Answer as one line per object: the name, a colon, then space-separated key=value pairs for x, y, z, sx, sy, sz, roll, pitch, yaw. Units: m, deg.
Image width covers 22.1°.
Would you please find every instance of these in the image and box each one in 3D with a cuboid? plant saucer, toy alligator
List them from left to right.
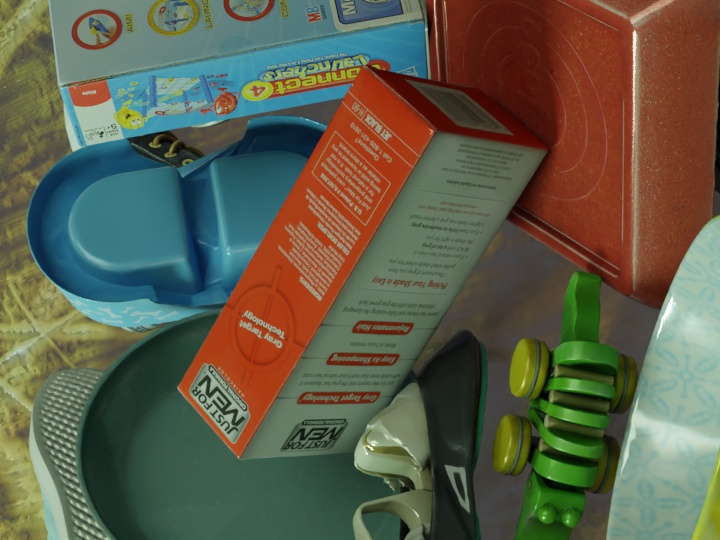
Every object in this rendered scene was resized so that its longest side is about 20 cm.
plant saucer: x=-0.055 y=0.105 z=1.009 sx=0.199 sy=0.036 sz=0.201 roll=2 pitch=47 yaw=-2
plant saucer: x=0.096 y=-0.089 z=0.936 sx=0.037 sy=0.200 sz=0.200 roll=-28 pitch=42 yaw=-27
toy alligator: x=0.099 y=0.101 z=0.918 sx=0.054 sy=0.059 sz=0.201 roll=-157 pitch=79 yaw=-80

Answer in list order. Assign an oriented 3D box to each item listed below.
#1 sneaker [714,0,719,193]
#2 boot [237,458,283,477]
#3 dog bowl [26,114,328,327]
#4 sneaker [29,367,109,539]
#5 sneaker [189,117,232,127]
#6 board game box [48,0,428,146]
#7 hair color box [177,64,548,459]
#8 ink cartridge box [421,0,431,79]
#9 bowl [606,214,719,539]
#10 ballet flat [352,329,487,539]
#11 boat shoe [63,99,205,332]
sneaker: x=0.179 y=-0.115 z=0.879 sx=0.082 sy=0.073 sz=0.201 roll=25 pitch=133 yaw=45
boot: x=-0.094 y=0.166 z=1.023 sx=0.199 sy=0.069 sz=0.174 roll=-23 pitch=52 yaw=-18
dog bowl: x=-0.092 y=-0.025 z=1.080 sx=0.199 sy=0.050 sz=0.112 roll=-9 pitch=60 yaw=-4
sneaker: x=-0.167 y=0.146 z=1.129 sx=0.200 sy=0.074 sz=0.082 roll=-106 pitch=26 yaw=-49
sneaker: x=-0.063 y=-0.181 z=1.114 sx=0.074 sy=0.089 sz=0.200 roll=-6 pitch=37 yaw=36
board game box: x=-0.076 y=-0.179 z=1.028 sx=0.195 sy=0.056 sz=0.201 roll=-10 pitch=58 yaw=-2
hair color box: x=0.000 y=0.000 z=0.936 sx=0.061 sy=0.101 sz=0.200 roll=44 pitch=113 yaw=32
ink cartridge box: x=0.057 y=-0.218 z=1.086 sx=0.116 sy=0.067 sz=0.201 roll=-2 pitch=71 yaw=39
bowl: x=0.186 y=0.084 z=0.818 sx=0.107 sy=0.200 sz=0.201 roll=15 pitch=80 yaw=-2
ballet flat: x=0.030 y=0.113 z=0.937 sx=0.073 sy=0.073 sz=0.201 roll=-22 pitch=50 yaw=31
boat shoe: x=-0.127 y=-0.065 z=1.183 sx=0.091 sy=0.071 sz=0.201 roll=-25 pitch=65 yaw=24
